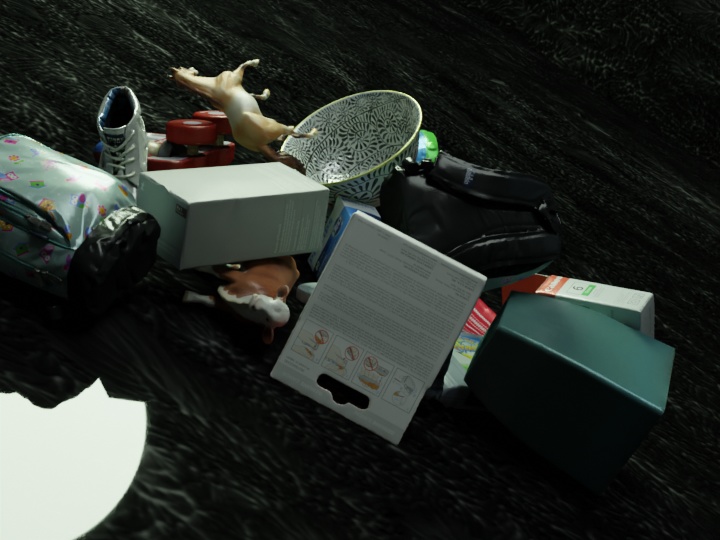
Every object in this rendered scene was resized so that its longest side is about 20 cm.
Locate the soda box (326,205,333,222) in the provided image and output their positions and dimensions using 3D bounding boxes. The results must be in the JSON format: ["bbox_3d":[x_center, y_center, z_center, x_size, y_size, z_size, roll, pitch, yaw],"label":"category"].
[{"bbox_3d":[-0.034,-0.063,1.810,0.200,0.064,0.068,31,22,13],"label":"soda box"}]

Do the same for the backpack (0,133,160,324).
[{"bbox_3d":[-0.320,-0.049,1.369,0.200,0.127,0.167,26,24,10],"label":"backpack"}]

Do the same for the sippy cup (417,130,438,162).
[{"bbox_3d":[0.037,-0.155,2.029,0.130,0.140,0.178,8,-13,-15],"label":"sippy cup"}]

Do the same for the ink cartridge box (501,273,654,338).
[{"bbox_3d":[0.254,0.068,1.618,0.200,0.109,0.050,11,32,29],"label":"ink cartridge box"}]

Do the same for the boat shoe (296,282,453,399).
[{"bbox_3d":[0.010,0.080,1.511,0.200,0.091,0.071,18,17,23],"label":"boat shoe"}]

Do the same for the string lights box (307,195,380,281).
[{"bbox_3d":[0.000,0.000,1.644,0.059,0.103,0.200,16,24,-24],"label":"string lights box"}]

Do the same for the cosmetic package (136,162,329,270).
[{"bbox_3d":[-0.146,-0.065,1.509,0.200,0.090,0.107,-10,29,-37],"label":"cosmetic package"}]

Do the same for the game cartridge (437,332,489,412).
[{"bbox_3d":[0.143,0.122,1.617,0.200,0.041,0.133,10,23,-36],"label":"game cartridge"}]

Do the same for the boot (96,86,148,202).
[{"bbox_3d":[-0.286,-0.125,1.550,0.073,0.096,0.200,-6,47,-2],"label":"boot"}]

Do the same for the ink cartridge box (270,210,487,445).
[{"bbox_3d":[0.020,0.060,1.420,0.161,0.200,0.050,28,5,6],"label":"ink cartridge box"}]

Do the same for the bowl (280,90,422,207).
[{"bbox_3d":[0.001,-0.144,1.772,0.094,0.200,0.201,64,-5,-37],"label":"bowl"}]

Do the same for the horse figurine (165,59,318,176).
[{"bbox_3d":[-0.138,-0.199,1.687,0.132,0.050,0.200,-19,67,-50],"label":"horse figurine"}]

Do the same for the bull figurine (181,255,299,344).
[{"bbox_3d":[-0.128,0.018,1.509,0.121,0.065,0.200,20,16,2],"label":"bull figurine"}]

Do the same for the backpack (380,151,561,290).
[{"bbox_3d":[0.127,-0.049,1.527,0.199,0.167,0.127,-4,-1,-22],"label":"backpack"}]

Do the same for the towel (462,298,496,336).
[{"bbox_3d":[0.107,0.057,1.746,0.200,0.023,0.145,6,28,-41],"label":"towel"}]

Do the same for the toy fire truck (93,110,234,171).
[{"bbox_3d":[-0.251,-0.147,1.731,0.167,0.112,0.200,6,15,17],"label":"toy fire truck"}]

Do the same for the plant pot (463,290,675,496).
[{"bbox_3d":[0.230,0.124,1.517,0.200,0.141,0.141,29,32,1],"label":"plant pot"}]
